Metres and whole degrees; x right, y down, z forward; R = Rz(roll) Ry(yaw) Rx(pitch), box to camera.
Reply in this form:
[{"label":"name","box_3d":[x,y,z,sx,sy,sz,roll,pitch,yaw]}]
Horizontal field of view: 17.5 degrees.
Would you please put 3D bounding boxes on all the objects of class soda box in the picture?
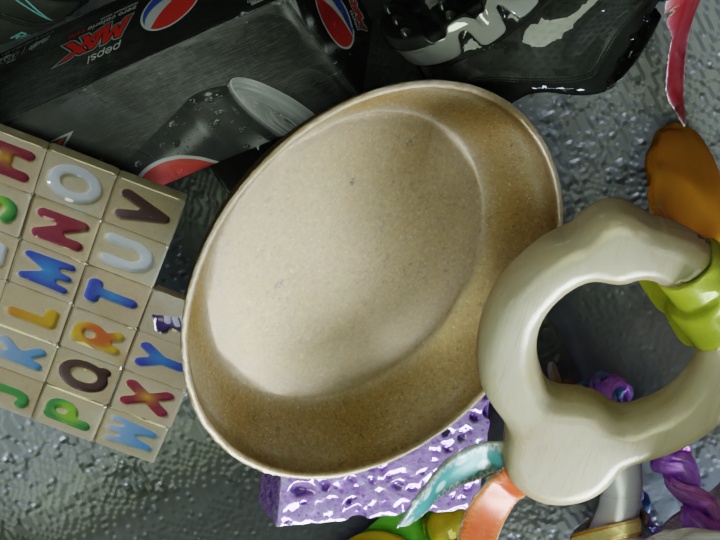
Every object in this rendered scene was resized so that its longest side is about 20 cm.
[{"label":"soda box","box_3d":[-0.096,-0.083,1.072,0.200,0.063,0.071,-21,127,25]}]

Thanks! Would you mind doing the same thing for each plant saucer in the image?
[{"label":"plant saucer","box_3d":[0.000,0.000,1.053,0.200,0.035,0.201,-18,127,-26]}]

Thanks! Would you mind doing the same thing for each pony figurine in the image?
[{"label":"pony figurine","box_3d":[0.163,0.148,1.136,0.193,0.166,0.201,4,101,26]}]

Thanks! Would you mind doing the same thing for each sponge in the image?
[{"label":"sponge","box_3d":[0.016,0.025,1.126,0.111,0.030,0.201,-2,113,-23]}]

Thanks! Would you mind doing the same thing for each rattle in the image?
[{"label":"rattle","box_3d":[0.092,0.037,1.099,0.130,0.143,0.200,14,123,-28]}]

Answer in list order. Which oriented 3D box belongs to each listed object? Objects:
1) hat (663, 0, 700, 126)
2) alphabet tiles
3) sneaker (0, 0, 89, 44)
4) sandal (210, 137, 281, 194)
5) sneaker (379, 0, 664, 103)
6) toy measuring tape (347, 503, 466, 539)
[{"label":"hat","box_3d":[0.163,-0.183,0.976,0.200,0.176,0.166,-15,69,39]},{"label":"alphabet tiles","box_3d":[-0.153,0.010,1.119,0.167,0.008,0.200,21,139,-5]},{"label":"sneaker","box_3d":[-0.188,-0.185,1.045,0.079,0.076,0.200,-8,135,22]},{"label":"sandal","box_3d":[-0.015,-0.018,1.134,0.075,0.045,0.200,-26,107,11]},{"label":"sneaker","box_3d":[0.112,-0.132,1.080,0.200,0.067,0.091,-31,124,3]},{"label":"toy measuring tape","box_3d":[-0.013,0.193,1.194,0.200,0.074,0.074,-42,103,13]}]
